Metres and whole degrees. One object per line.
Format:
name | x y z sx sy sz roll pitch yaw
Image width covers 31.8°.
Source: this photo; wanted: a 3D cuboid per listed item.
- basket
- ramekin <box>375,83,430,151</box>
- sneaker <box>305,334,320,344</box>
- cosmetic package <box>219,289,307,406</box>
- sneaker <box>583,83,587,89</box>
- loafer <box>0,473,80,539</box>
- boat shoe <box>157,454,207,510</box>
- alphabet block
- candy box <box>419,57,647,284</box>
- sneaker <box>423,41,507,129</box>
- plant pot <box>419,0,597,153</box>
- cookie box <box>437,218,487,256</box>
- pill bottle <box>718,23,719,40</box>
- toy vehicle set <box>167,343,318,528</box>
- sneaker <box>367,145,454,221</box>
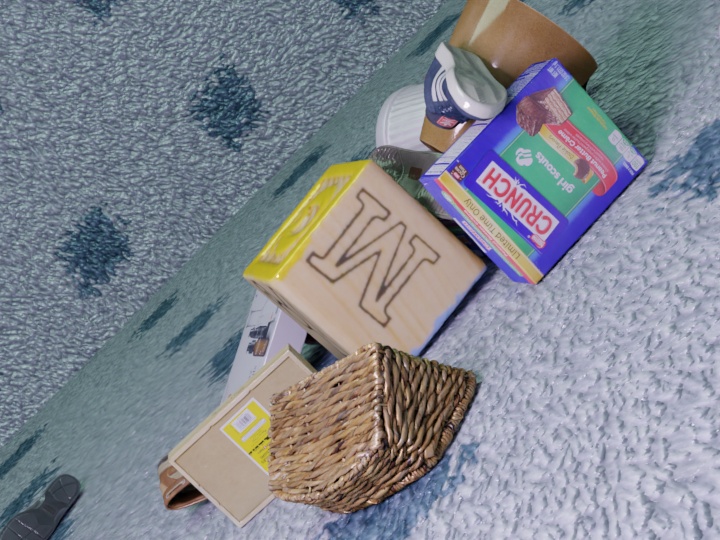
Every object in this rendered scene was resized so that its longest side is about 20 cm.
basket | 0.015 0.181 1.323 0.200 0.149 0.143 -31 52 43
ramekin | 0.127 -0.181 1.820 0.105 0.200 0.200 -16 29 44
sneaker | -0.080 0.068 1.887 0.200 0.081 0.089 126 159 -76
cosmetic package | -0.133 0.123 1.782 0.151 0.052 0.201 -12 60 69
sneaker | 0.266 -0.232 1.816 0.201 0.071 0.098 -51 13 -32
loafer | -0.567 0.445 2.227 0.200 0.072 0.063 -47 -7 -43
boat shoe | -0.179 0.260 1.647 0.200 0.076 0.074 -27 47 26
alphabet block | 0.000 0.000 1.580 0.197 0.200 0.195 -51 15 -10
candy box | 0.198 -0.113 1.449 0.200 0.169 0.077 -46 11 -8
sneaker | 0.113 -0.193 1.454 0.200 0.075 0.085 -95 29 -65
plant pot | 0.166 -0.223 1.594 0.200 0.186 0.186 -56 13 2
cookie box | 0.192 -0.112 1.662 0.200 0.075 0.171 -48 16 -14
pill bottle | 0.473 -0.287 1.302 0.200 0.112 0.112 -46 14 -8
toy vehicle set | -0.115 0.198 1.508 0.200 0.124 0.027 -42 14 6
sneaker | 0.106 -0.103 1.594 0.200 0.106 0.075 29 96 45
